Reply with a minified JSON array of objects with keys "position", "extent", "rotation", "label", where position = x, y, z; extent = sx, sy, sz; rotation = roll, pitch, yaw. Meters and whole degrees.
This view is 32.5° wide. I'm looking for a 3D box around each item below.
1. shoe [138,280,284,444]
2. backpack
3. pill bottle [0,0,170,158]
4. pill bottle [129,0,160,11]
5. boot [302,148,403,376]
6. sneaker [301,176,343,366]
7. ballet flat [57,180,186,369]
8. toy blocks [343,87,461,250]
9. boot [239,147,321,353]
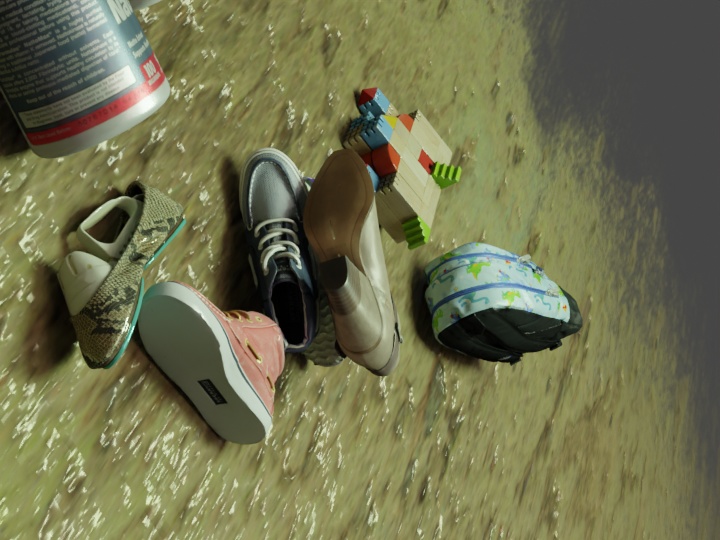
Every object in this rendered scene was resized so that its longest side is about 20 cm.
[{"position":[-0.127,0.060,1.091],"extent":[0.091,0.071,0.200],"rotation":[-76,150,-42],"label":"shoe"},{"position":[0.165,0.046,1.577],"extent":[0.200,0.163,0.154],"rotation":[-4,74,-56],"label":"backpack"},{"position":[-0.236,-0.197,0.923],"extent":[0.200,0.119,0.120],"rotation":[66,30,-23],"label":"pill bottle"},{"position":[-0.215,-0.325,1.024],"extent":[0.200,0.112,0.112],"rotation":[60,32,-32],"label":"pill bottle"},{"position":[0.000,0.000,1.211],"extent":[0.146,0.070,0.200],"rotation":[60,28,-49],"label":"boot"},{"position":[-0.034,-0.003,1.289],"extent":[0.099,0.069,0.201],"rotation":[-12,91,-65],"label":"sneaker"},{"position":[-0.201,-0.005,0.994],"extent":[0.075,0.068,0.200],"rotation":[40,35,-19],"label":"ballet flat"},{"position":[0.038,-0.134,1.473],"extent":[0.137,0.100,0.200],"rotation":[48,38,-26],"label":"toy blocks"},{"position":[-0.073,-0.021,1.188],"extent":[0.090,0.073,0.200],"rotation":[-134,-149,-86],"label":"boot"}]
